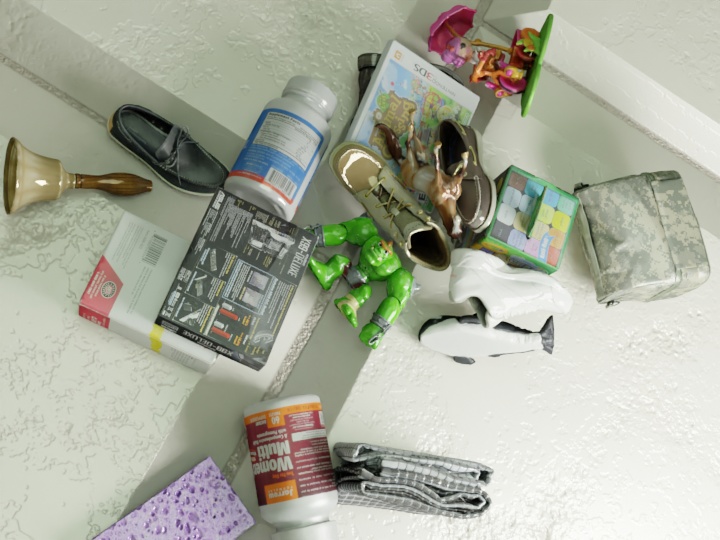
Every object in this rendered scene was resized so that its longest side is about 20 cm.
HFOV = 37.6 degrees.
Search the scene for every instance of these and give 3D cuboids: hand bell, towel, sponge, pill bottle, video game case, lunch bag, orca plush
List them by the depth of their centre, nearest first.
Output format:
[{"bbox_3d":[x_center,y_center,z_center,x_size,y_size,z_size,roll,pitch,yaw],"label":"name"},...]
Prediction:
[{"bbox_3d":[-0.249,0.349,1.406,0.199,0.030,0.112,-34,87,-21],"label":"sponge"},{"bbox_3d":[-0.090,0.276,1.429,0.108,0.110,0.203,-7,77,-18],"label":"pill bottle"},{"bbox_3d":[0.063,0.290,1.442,0.198,0.166,0.087,12,78,-13],"label":"towel"},{"bbox_3d":[-0.388,-0.123,1.476,0.198,0.104,0.106,3,74,-29],"label":"hand bell"},{"bbox_3d":[-0.109,-0.179,1.545,0.111,0.112,0.202,28,69,-7],"label":"pill bottle"},{"bbox_3d":[0.187,0.079,1.569,0.197,0.106,0.072,-9,45,15],"label":"orca plush"},{"bbox_3d":[0.076,-0.216,1.603,0.181,0.022,0.202,27,83,-29],"label":"video game case"},{"bbox_3d":[0.425,-0.050,1.651,0.166,0.139,0.203,-7,77,-18],"label":"lunch bag"}]

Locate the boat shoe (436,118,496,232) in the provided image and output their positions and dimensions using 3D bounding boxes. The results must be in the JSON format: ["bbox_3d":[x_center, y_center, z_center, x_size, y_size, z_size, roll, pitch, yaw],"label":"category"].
[{"bbox_3d":[0.151,-0.142,1.552,0.059,0.072,0.202,25,43,-32],"label":"boat shoe"}]

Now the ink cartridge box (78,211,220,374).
[{"bbox_3d":[-0.267,0.034,1.456,0.198,0.083,0.146,26,69,-8],"label":"ink cartridge box"}]

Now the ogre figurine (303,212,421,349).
[{"bbox_3d":[0.000,0.000,1.541,0.119,0.098,0.200,-35,59,-8],"label":"ogre figurine"}]

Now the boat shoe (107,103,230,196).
[{"bbox_3d":[-0.273,-0.173,1.522,0.199,0.062,0.075,34,67,-7],"label":"boat shoe"}]

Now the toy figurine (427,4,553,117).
[{"bbox_3d":[0.192,-0.340,1.666,0.182,0.151,0.201,16,48,1],"label":"toy figurine"}]

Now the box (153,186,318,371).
[{"bbox_3d":[-0.164,0.011,1.421,0.156,0.050,0.202,25,68,-9],"label":"box"}]

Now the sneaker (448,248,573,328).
[{"bbox_3d":[0.207,0.040,1.508,0.198,0.078,0.101,18,83,-14],"label":"sneaker"}]

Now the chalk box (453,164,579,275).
[{"bbox_3d":[0.237,-0.064,1.567,0.123,0.200,0.126,25,71,-9],"label":"chalk box"}]

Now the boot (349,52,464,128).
[{"bbox_3d":[0.064,-0.235,1.643,0.198,0.069,0.177,7,82,-19],"label":"boot"}]

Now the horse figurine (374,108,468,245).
[{"bbox_3d":[0.096,-0.145,1.520,0.050,0.134,0.200,-25,46,-25],"label":"horse figurine"}]

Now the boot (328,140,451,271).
[{"bbox_3d":[0.045,-0.091,1.510,0.072,0.155,0.200,-42,123,6],"label":"boot"}]
